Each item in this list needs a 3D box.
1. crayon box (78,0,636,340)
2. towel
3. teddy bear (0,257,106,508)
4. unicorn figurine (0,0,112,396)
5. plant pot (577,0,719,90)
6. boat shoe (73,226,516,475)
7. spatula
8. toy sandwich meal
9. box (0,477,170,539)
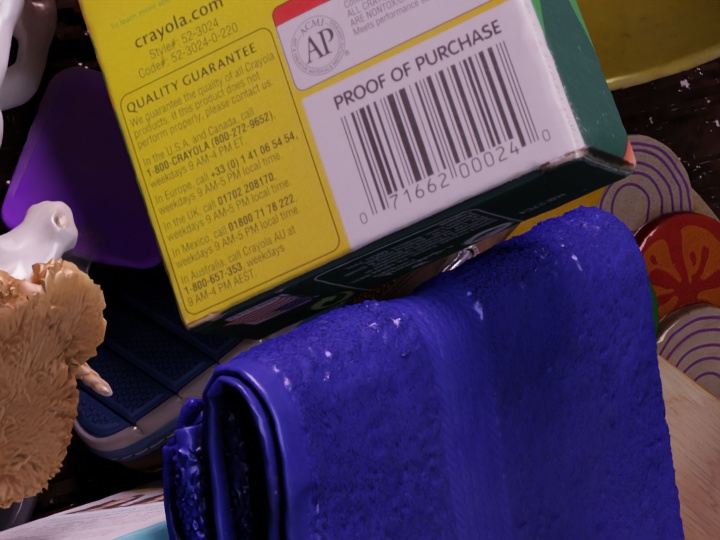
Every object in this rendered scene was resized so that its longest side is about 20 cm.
[{"bbox_3d":[-0.017,-0.097,0.737,0.051,0.126,0.201,10,59,-65],"label":"crayon box"},{"bbox_3d":[0.023,0.072,0.734,0.200,0.049,0.149,-23,109,-53],"label":"towel"},{"bbox_3d":[-0.145,0.010,0.616,0.200,0.067,0.146,-6,109,-56],"label":"teddy bear"},{"bbox_3d":[-0.130,-0.063,0.747,0.200,0.074,0.138,35,61,-8],"label":"unicorn figurine"},{"bbox_3d":[0.072,-0.170,0.857,0.199,0.200,0.143,8,54,-36],"label":"plant pot"},{"bbox_3d":[0.000,0.000,0.813,0.200,0.072,0.073,-41,130,-10],"label":"boat shoe"},{"bbox_3d":[-0.094,0.033,0.776,0.056,0.021,0.201,14,76,7],"label":"spatula"},{"bbox_3d":[0.087,0.046,0.887,0.204,0.070,0.206,7,79,-36],"label":"toy sandwich meal"},{"bbox_3d":[-0.045,0.086,0.744,0.200,0.082,0.049,-14,93,-52],"label":"box"}]
